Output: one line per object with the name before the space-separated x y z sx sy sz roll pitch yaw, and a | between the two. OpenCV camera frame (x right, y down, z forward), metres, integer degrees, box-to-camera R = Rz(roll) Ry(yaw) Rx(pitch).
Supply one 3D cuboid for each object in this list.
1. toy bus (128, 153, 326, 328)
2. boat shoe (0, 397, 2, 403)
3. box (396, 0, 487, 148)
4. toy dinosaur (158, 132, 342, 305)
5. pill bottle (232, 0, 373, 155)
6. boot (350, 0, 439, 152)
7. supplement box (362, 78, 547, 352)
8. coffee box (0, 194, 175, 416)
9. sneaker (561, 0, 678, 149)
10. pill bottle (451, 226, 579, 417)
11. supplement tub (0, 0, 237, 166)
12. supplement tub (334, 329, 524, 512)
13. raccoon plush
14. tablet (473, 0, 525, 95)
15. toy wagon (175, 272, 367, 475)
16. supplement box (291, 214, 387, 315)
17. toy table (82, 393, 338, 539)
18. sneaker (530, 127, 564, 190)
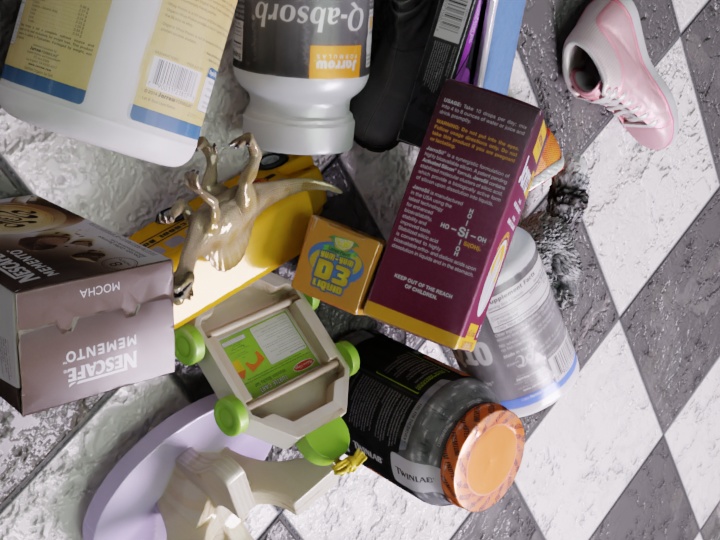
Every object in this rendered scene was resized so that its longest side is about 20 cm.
toy bus | -0.106 -0.031 0.938 0.199 0.078 0.066 -32 125 -31
boat shoe | -0.259 0.073 0.837 0.201 0.074 0.066 -28 119 -41
box | 0.093 -0.188 1.024 0.200 0.036 0.145 -33 141 -71
toy dinosaur | -0.099 -0.053 0.868 0.200 0.057 0.103 -42 132 -40
pill bottle | -0.046 -0.202 0.907 0.115 0.116 0.204 -11 112 -40
boot | 0.035 -0.216 0.980 0.132 0.069 0.203 70 41 -68
supplement box | 0.083 -0.042 0.935 0.110 0.084 0.203 20 90 -77
coffee box | -0.223 0.014 0.758 0.112 0.199 0.081 -12 113 -39
sneaker | 0.281 -0.197 1.245 0.105 0.075 0.202 -47 124 -26
pill bottle | 0.127 0.028 1.070 0.113 0.113 0.202 -37 115 -28
supplement tub | -0.159 -0.188 0.784 0.143 0.144 0.203 13 96 -45
supplement tub | 0.051 0.142 1.063 0.121 0.199 0.125 -16 116 -37
raccoon plush | 0.162 -0.036 1.199 0.132 0.096 0.204 10 83 -35
tablet | 0.126 -0.205 1.029 0.202 0.013 0.131 96 19 -46
toy wagon | -0.067 0.090 0.955 0.154 0.040 0.202 -22 75 -46
supplement box | 0.000 0.000 0.993 0.200 0.066 0.070 23 88 -77
toy table | -0.124 0.203 0.963 0.200 0.116 0.185 -45 141 -16
sneaker | 0.123 -0.087 1.155 0.199 0.073 0.078 -40 102 -25
